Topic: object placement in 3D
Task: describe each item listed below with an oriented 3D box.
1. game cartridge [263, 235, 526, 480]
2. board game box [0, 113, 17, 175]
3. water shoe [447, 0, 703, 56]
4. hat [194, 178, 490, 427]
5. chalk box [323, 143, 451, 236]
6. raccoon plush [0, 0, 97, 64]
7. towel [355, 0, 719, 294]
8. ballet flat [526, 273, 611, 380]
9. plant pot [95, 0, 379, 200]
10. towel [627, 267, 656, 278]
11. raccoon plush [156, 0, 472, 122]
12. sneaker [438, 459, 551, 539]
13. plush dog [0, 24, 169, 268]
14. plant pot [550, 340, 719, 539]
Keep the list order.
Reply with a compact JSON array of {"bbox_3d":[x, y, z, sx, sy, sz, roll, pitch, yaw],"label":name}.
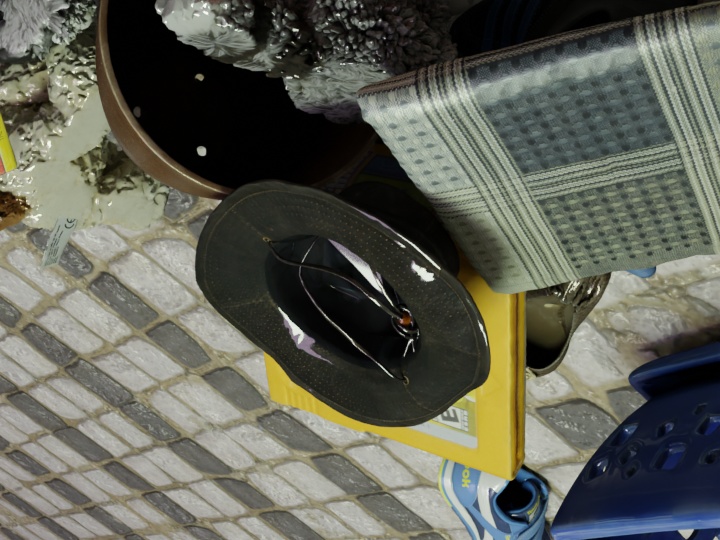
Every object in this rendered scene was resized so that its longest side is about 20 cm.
[{"bbox_3d":[0.016,0.045,0.827,0.198,0.032,0.178,14,130,24],"label":"game cartridge"},{"bbox_3d":[-0.298,-0.176,0.801,0.165,0.056,0.202,46,151,48],"label":"board game box"},{"bbox_3d":[0.102,-0.127,0.706,0.071,0.079,0.199,42,148,-20],"label":"water shoe"},{"bbox_3d":[0.000,0.000,0.719,0.199,0.081,0.202,22,145,16],"label":"hat"},{"bbox_3d":[0.004,-0.011,0.918,0.198,0.125,0.125,12,145,27],"label":"chalk box"},{"bbox_3d":[-0.161,-0.193,0.708,0.199,0.134,0.097,-31,101,19],"label":"raccoon plush"},{"bbox_3d":[0.121,-0.057,0.626,0.190,0.035,0.200,-11,147,22],"label":"towel"},{"bbox_3d":[0.143,0.041,0.953,0.067,0.047,0.200,29,150,2],"label":"ballet flat"},{"bbox_3d":[-0.098,-0.125,0.807,0.186,0.188,0.200,38,162,-15],"label":"plant pot"},{"bbox_3d":[0.111,-0.056,0.767,0.199,0.049,0.111,25,180,-45],"label":"towel"},{"bbox_3d":[-0.007,-0.163,0.631,0.096,0.136,0.199,-5,165,33],"label":"raccoon plush"},{"bbox_3d":[0.154,0.249,1.232,0.082,0.074,0.200,-3,138,39],"label":"sneaker"},{"bbox_3d":[-0.259,-0.118,0.971,0.172,0.159,0.201,54,168,36],"label":"plush dog"},{"bbox_3d":[0.288,0.159,0.875,0.199,0.181,0.199,39,148,-17],"label":"plant pot"}]
